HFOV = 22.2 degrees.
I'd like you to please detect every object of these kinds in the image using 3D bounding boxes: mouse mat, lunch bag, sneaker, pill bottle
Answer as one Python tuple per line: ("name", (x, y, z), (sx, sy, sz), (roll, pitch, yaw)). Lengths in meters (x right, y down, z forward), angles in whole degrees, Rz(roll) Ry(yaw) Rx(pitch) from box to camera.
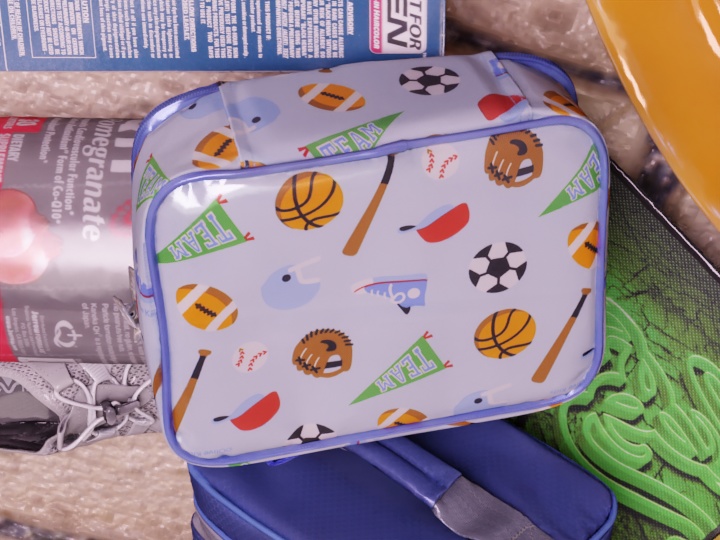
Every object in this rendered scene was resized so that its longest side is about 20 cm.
("mouse mat", (0.102, 0.045, 0.850), (0.200, 0.008, 0.161), (46, 114, 6))
("lunch bag", (0.000, 0.000, 0.735), (0.198, 0.076, 0.161), (-8, 125, -9))
("sneaker", (-0.126, 0.062, 0.882), (0.198, 0.082, 0.075), (-7, 119, 3))
("pill bottle", (-0.080, -0.013, 0.824), (0.198, 0.111, 0.112), (1, 119, 1))
("lunch bag", (0.012, 0.122, 0.829), (0.199, 0.136, 0.133), (29, 134, 29))

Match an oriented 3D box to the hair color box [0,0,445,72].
("hair color box", (-0.064, -0.128, 0.764), (0.198, 0.100, 0.061), (1, 120, 1))

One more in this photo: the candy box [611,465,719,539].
("candy box", (0.126, 0.186, 0.933), (0.136, 0.061, 0.200), (36, 114, -16))

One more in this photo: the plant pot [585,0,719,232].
("plant pot", (0.203, -0.125, 0.715), (0.182, 0.200, 0.201), (-28, 116, -4))
